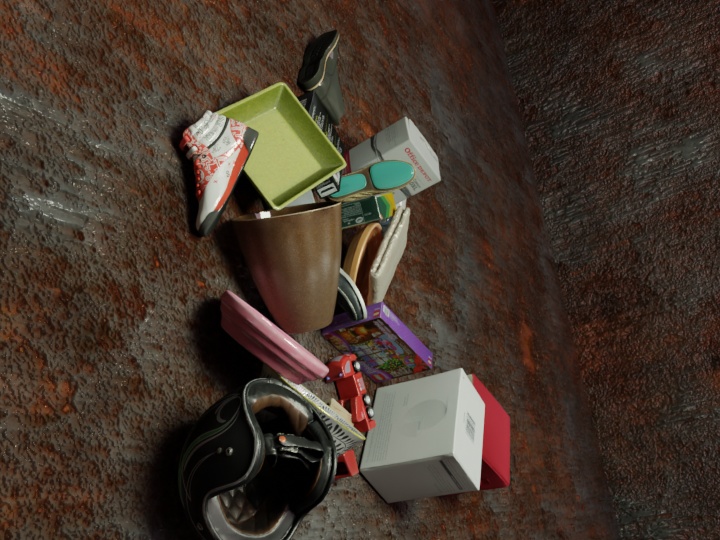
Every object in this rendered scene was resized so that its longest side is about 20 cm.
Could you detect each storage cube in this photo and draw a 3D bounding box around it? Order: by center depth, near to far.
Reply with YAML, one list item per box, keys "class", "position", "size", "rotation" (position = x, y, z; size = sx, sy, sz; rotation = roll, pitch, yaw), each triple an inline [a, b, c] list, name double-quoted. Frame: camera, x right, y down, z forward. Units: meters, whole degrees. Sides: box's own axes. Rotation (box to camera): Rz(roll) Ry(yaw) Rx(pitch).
- class: "storage cube"
  position: [0.211, 0.359, 1.484]
  size: [0.180, 0.170, 0.201]
  rotation: [48, 36, -33]

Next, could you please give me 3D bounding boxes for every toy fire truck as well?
- class: "toy fire truck"
  position: [-0.032, 0.260, 1.237]
  size: [0.141, 0.048, 0.202]
  rotation: [-8, 81, -61]

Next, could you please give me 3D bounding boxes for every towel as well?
- class: "towel"
  position: [0.056, -0.027, 1.419]
  size: [0.133, 0.034, 0.201]
  rotation: [90, 21, -54]

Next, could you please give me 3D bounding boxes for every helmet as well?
- class: "helmet"
  position: [-0.144, 0.262, 0.890]
  size: [0.199, 0.191, 0.200]
  rotation: [35, 18, -13]

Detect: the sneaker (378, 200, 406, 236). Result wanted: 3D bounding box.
- class: "sneaker"
  position: [0.078, -0.146, 1.678]
  size: [0.087, 0.074, 0.201]
  rotation: [61, 34, -42]

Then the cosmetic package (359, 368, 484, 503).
- class: "cosmetic package"
  position: [0.124, 0.321, 1.320]
  size: [0.123, 0.198, 0.200]
  rotation: [56, 32, -30]

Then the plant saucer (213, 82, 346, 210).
- class: "plant saucer"
  position: [-0.154, -0.218, 1.226]
  size: [0.200, 0.048, 0.200]
  rotation: [52, 51, -1]

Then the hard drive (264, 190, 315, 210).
- class: "hard drive"
  position: [-0.144, -0.162, 1.310]
  size: [0.139, 0.033, 0.202]
  rotation: [-12, 84, -62]

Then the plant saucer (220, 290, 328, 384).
- class: "plant saucer"
  position: [-0.139, 0.109, 1.038]
  size: [0.051, 0.200, 0.200]
  rotation: [-51, 131, -6]

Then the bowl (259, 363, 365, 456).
- class: "bowl"
  position: [-0.098, 0.235, 1.049]
  size: [0.095, 0.200, 0.201]
  rotation: [-53, 130, -9]

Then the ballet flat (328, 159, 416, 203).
- class: "ballet flat"
  position: [0.023, -0.191, 1.467]
  size: [0.065, 0.198, 0.071]
  rotation: [42, 38, -80]

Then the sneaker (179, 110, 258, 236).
- class: "sneaker"
  position: [-0.250, -0.161, 1.096]
  size: [0.107, 0.067, 0.203]
  rotation: [25, 72, -10]

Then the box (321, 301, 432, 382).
- class: "box"
  position: [0.036, 0.146, 1.335]
  size: [0.200, 0.136, 0.039]
  rotation: [46, 38, -38]

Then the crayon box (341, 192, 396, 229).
- class: "crayon box"
  position: [0.002, -0.122, 1.418]
  size: [0.200, 0.126, 0.051]
  rotation: [-33, 109, -72]

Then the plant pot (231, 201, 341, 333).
- class: "plant pot"
  position: [-0.109, -0.003, 1.153]
  size: [0.187, 0.185, 0.202]
  rotation: [-28, 112, -62]

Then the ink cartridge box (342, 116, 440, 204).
- class: "ink cartridge box"
  position: [0.061, -0.228, 1.532]
  size: [0.145, 0.199, 0.084]
  rotation: [43, 30, -40]

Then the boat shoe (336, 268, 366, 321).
- class: "boat shoe"
  position: [-0.061, 0.016, 1.252]
  size: [0.060, 0.076, 0.201]
  rotation: [-28, 70, -22]

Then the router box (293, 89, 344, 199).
- class: "router box"
  position: [-0.089, -0.263, 1.405]
  size: [0.201, 0.051, 0.150]
  rotation: [-87, 152, -54]

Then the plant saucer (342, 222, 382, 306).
- class: "plant saucer"
  position: [0.000, 0.000, 1.382]
  size: [0.200, 0.037, 0.202]
  rotation: [12, 90, -76]

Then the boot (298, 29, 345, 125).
- class: "boot"
  position: [-0.071, -0.449, 1.587]
  size: [0.139, 0.077, 0.201]
  rotation: [51, 47, -40]
